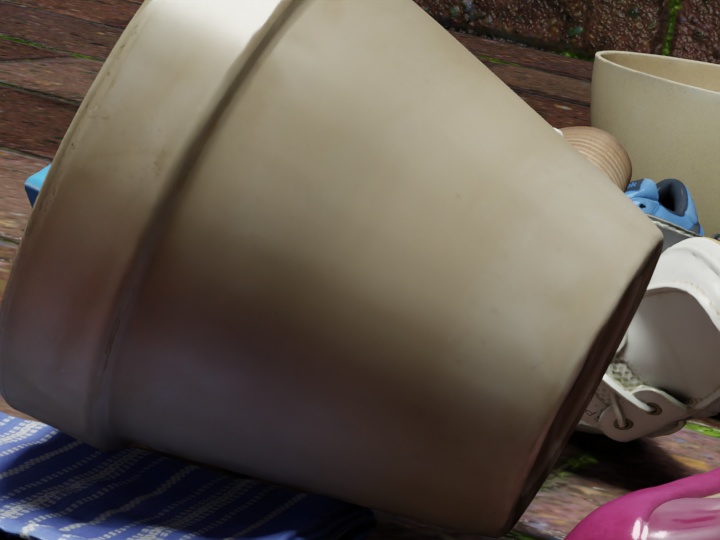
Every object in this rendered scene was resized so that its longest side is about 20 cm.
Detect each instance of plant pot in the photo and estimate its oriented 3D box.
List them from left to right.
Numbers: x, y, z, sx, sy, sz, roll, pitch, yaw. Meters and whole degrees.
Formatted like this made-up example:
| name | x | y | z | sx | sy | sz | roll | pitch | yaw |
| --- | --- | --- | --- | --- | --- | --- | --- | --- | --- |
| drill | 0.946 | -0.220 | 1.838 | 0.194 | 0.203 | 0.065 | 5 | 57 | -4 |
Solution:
| name | x | y | z | sx | sy | sz | roll | pitch | yaw |
| --- | --- | --- | --- | --- | --- | --- | --- | --- | --- |
| plant pot | 0.000 | 0.000 | 0.834 | 0.173 | 0.201 | 0.200 | 29 | 14 | 10 |
| plant pot | 0.221 | -0.043 | 1.438 | 0.199 | 0.135 | 0.200 | 11 | 11 | -2 |

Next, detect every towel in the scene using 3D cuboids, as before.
| name | x | y | z | sx | sy | sz | roll | pitch | yaw |
| --- | --- | --- | --- | --- | --- | --- | --- | --- | --- |
| towel | -0.106 | 0.071 | 0.825 | 0.199 | 0.024 | 0.145 | 14 | 10 | 18 |

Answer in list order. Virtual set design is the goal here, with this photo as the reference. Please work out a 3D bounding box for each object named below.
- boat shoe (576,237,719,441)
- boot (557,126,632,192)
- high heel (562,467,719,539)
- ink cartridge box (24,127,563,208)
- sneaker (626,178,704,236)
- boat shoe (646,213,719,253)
| name | x | y | z | sx | sy | sz | roll | pitch | yaw |
| --- | --- | --- | --- | --- | --- | --- | --- | --- | --- |
| boat shoe | 0.113 | 0.040 | 1.005 | 0.069 | 0.071 | 0.200 | -28 | -4 | -16 |
| boot | 0.023 | 0.006 | 1.157 | 0.200 | 0.074 | 0.155 | -24 | 20 | 41 |
| high heel | 0.119 | 0.097 | 0.847 | 0.096 | 0.068 | 0.200 | -16 | -13 | 19 |
| ink cartridge box | -0.023 | -0.016 | 1.049 | 0.146 | 0.085 | 0.200 | -33 | 36 | -28 |
| sneaker | 0.115 | -0.003 | 1.243 | 0.066 | 0.079 | 0.200 | 7 | 14 | 33 |
| boat shoe | 0.183 | 0.013 | 1.151 | 0.199 | 0.066 | 0.074 | 38 | 47 | 27 |
